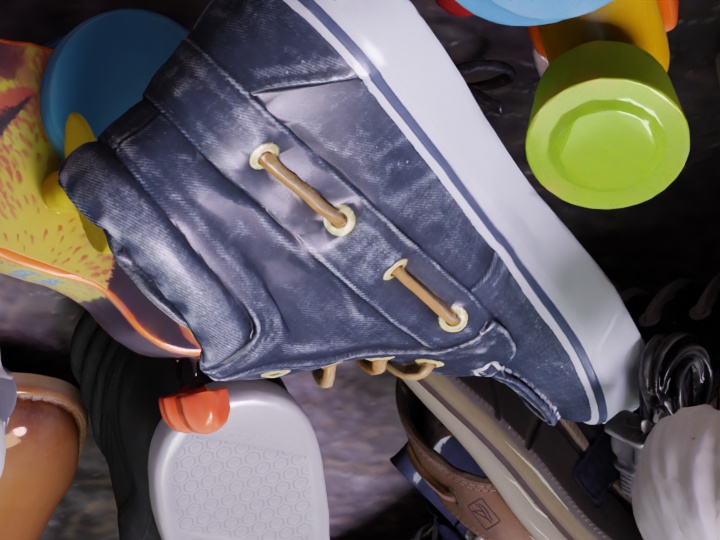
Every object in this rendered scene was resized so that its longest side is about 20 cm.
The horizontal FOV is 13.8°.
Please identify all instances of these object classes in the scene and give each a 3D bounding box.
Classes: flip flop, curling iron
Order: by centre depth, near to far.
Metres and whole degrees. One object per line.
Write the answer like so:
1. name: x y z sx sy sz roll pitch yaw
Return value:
1. curling iron: 0.103 -0.029 0.759 0.025 0.201 0.049 18 -172 36
2. flip flop: 0.049 0.052 0.857 0.200 0.081 0.058 49 129 -2

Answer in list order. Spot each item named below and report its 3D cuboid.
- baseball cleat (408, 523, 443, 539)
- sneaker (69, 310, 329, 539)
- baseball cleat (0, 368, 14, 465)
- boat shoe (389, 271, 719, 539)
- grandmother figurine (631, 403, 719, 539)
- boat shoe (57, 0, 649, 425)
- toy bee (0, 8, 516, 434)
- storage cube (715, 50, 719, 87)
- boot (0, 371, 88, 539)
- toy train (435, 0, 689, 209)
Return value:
1. baseball cleat: 0.041 0.089 1.016 0.199 0.070 0.107 -23 132 13
2. sneaker: -0.048 0.084 0.939 0.070 0.099 0.201 -11 131 -13
3. baseball cleat: -0.136 0.064 0.815 0.069 0.107 0.200 12 -179 -5
4. boat shoe: 0.096 0.024 0.912 0.200 0.093 0.075 -48 163 7
5. grandmother figurine: 0.162 0.060 0.693 0.199 0.061 0.122 3 117 -3
6. boat shoe: 0.000 0.000 0.744 0.091 0.071 0.200 -43 138 -3
7. toy bee: -0.062 -0.014 0.781 0.199 0.109 0.131 4 175 3
8. storage cube: 0.220 -0.024 0.771 0.179 0.172 0.200 11 143 -21
9. boot: -0.137 0.136 0.963 0.073 0.155 0.200 10 143 -21
10. toy train: 0.058 -0.058 0.719 0.084 0.116 0.201 -12 133 9
